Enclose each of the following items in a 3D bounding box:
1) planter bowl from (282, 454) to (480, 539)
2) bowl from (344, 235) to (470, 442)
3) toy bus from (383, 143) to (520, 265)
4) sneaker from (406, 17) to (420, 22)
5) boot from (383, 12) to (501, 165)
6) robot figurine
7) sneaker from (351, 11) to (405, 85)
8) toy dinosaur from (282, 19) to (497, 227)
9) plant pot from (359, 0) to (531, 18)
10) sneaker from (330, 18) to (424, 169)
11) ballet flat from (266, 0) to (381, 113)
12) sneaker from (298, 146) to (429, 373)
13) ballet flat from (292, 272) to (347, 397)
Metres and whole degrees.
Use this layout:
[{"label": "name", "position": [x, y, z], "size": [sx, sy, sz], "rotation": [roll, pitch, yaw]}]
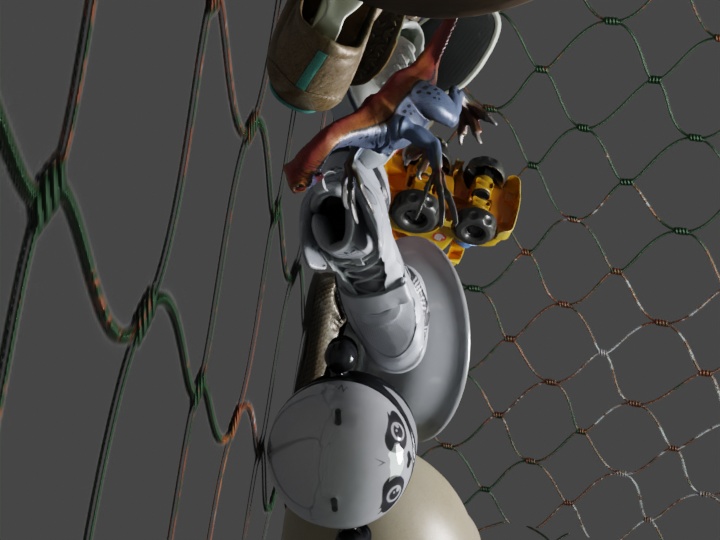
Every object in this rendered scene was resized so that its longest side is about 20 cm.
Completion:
[{"label": "planter bowl", "position": [0.006, 0.245, 1.389], "size": [0.200, 0.199, 0.135], "rotation": [-73, 146, -62]}, {"label": "bowl", "position": [0.015, 0.066, 1.347], "size": [0.201, 0.090, 0.202], "rotation": [-4, -95, 59]}, {"label": "toy bus", "position": [0.114, -0.071, 2.033], "size": [0.192, 0.199, 0.136], "rotation": [107, -2, -48]}, {"label": "sneaker", "position": [0.032, -0.321, 1.265], "size": [0.076, 0.070, 0.201], "rotation": [31, 64, -65]}, {"label": "boot", "position": [0.054, -0.177, 1.341], "size": [0.200, 0.072, 0.144], "rotation": [-47, -179, 7]}, {"label": "robot figurine", "position": [-0.011, 0.148, 1.179], "size": [0.125, 0.150, 0.200], "rotation": [-42, 177, 2]}, {"label": "sneaker", "position": [0.012, -0.239, 0.995], "size": [0.090, 0.067, 0.201], "rotation": [-65, 163, -59]}, {"label": "toy dinosaur", "position": [0.010, -0.106, 1.023], "size": [0.181, 0.105, 0.201], "rotation": [10, 63, -52]}, {"label": "plant pot", "position": [0.041, -0.263, 0.730], "size": [0.175, 0.199, 0.201], "rotation": [62, 34, -52]}, {"label": "sneaker", "position": [0.019, -0.157, 1.153], "size": [0.073, 0.071, 0.200], "rotation": [50, 23, -28]}, {"label": "ballet flat", "position": [-0.007, -0.184, 0.845], "size": [0.072, 0.068, 0.200], "rotation": [-50, -163, 52]}, {"label": "sneaker", "position": [0.000, 0.000, 1.137], "size": [0.115, 0.075, 0.201], "rotation": [-50, 126, -72]}, {"label": "ballet flat", "position": [-0.035, 0.098, 1.299], "size": [0.067, 0.046, 0.201], "rotation": [-63, 163, -74]}]
